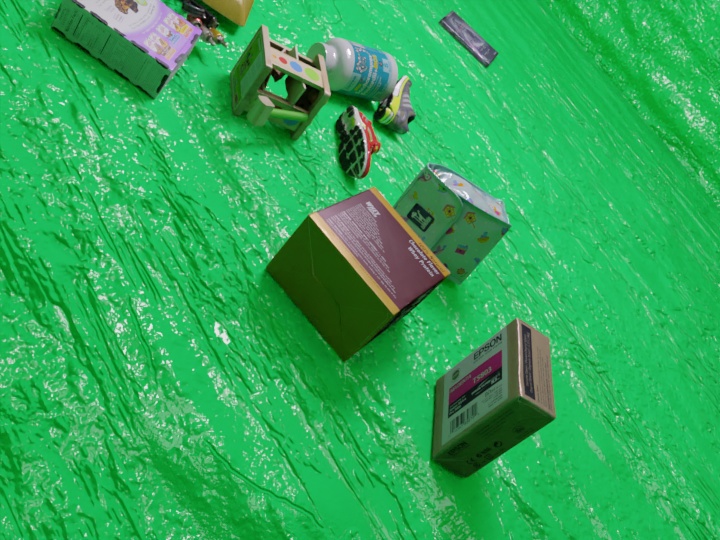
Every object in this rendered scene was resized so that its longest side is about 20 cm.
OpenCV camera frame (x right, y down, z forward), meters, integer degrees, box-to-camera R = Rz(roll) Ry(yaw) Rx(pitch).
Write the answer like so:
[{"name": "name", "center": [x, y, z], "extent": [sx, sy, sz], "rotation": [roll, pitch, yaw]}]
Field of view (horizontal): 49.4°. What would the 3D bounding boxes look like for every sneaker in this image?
[{"name": "sneaker", "center": [0.007, -0.254, 1.571], "extent": [0.085, 0.077, 0.201], "rotation": [27, 39, -31]}, {"name": "sneaker", "center": [0.088, -0.374, 1.787], "extent": [0.081, 0.074, 0.201], "rotation": [42, 40, -19]}]

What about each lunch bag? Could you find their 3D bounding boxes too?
[{"name": "lunch bag", "center": [0.153, -0.092, 1.465], "extent": [0.199, 0.171, 0.122], "rotation": [26, 31, -23]}]

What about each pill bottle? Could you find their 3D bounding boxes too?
[{"name": "pill bottle", "center": [-0.022, -0.436, 1.694], "extent": [0.199, 0.111, 0.111], "rotation": [2, 53, -43]}]

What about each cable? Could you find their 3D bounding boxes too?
[{"name": "cable", "center": [-0.325, -0.488, 1.478], "extent": [0.097, 0.050, 0.200], "rotation": [23, 18, -51]}]

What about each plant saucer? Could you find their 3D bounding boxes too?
[{"name": "plant saucer", "center": [-0.305, -0.609, 1.621], "extent": [0.199, 0.049, 0.201], "rotation": [29, 31, -19]}]

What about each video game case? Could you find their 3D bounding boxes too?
[{"name": "video game case", "center": [0.336, -0.715, 2.412], "extent": [0.200, 0.019, 0.143], "rotation": [43, 35, -4]}]

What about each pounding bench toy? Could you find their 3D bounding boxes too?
[{"name": "pounding bench toy", "center": [-0.140, -0.317, 1.443], "extent": [0.155, 0.124, 0.201], "rotation": [19, 42, -31]}]

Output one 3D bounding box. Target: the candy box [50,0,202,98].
[{"name": "candy box", "center": [-0.392, -0.411, 1.333], "extent": [0.199, 0.072, 0.168], "rotation": [34, 37, -15]}]

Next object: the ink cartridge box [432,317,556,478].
[{"name": "ink cartridge box", "center": [0.199, 0.195, 1.194], "extent": [0.075, 0.200, 0.165], "rotation": [31, 36, -18]}]

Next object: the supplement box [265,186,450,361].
[{"name": "supplement box", "center": [0.000, 0.000, 1.252], "extent": [0.197, 0.133, 0.200], "rotation": [49, 36, 7]}]
